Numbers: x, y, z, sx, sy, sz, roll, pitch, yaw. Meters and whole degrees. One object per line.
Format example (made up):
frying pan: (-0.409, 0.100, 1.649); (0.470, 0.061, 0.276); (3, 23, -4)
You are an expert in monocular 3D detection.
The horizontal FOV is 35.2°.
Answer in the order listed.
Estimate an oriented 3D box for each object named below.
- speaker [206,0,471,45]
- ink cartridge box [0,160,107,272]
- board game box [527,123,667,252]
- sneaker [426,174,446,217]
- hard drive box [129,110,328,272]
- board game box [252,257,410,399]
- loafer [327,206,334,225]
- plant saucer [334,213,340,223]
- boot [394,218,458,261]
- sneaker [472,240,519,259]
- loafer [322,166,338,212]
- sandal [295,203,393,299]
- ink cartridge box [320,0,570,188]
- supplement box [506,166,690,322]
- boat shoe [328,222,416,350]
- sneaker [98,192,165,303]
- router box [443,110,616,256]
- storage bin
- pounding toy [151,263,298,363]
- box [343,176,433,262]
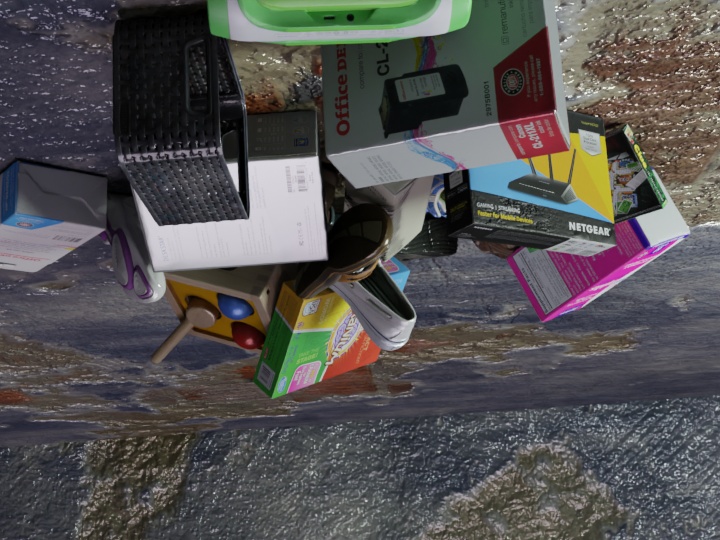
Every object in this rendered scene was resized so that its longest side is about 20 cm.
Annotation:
speaker: (-0.017, -0.221, 0.870); (0.198, 0.089, 0.089); (-2, 164, -4)
ink cartridge box: (-0.401, -0.060, 1.368); (0.114, 0.069, 0.199); (10, 159, -38)
board game box: (0.258, -0.094, 1.356); (0.199, 0.105, 0.023); (-19, -162, 45)
sneaker: (0.086, -0.095, 1.342); (0.075, 0.078, 0.200); (-1, 165, -17)
hard drive box: (-0.138, -0.083, 1.224); (0.198, 0.077, 0.157); (-4, 136, -1)
board game box: (-0.036, 0.069, 1.451); (0.199, 0.040, 0.154); (-16, 134, -45)
loafer: (-0.122, -0.051, 1.469); (0.199, 0.073, 0.063); (-15, 154, 41)
plant saucer: (-0.113, -0.047, 1.573); (0.198, 0.019, 0.070); (-7, 163, 15)
boot: (0.028, -0.039, 1.546); (0.130, 0.069, 0.199); (-14, 161, 42)
sneaker: (0.180, -0.050, 1.531); (0.075, 0.071, 0.200); (-8, 163, 18)
loafer: (-0.112, -0.094, 1.316); (0.198, 0.068, 0.076); (5, 162, -28)
sandal: (-0.012, -0.013, 1.276); (0.054, 0.082, 0.200); (20, 148, -23)
ink cartridge box: (0.069, -0.165, 0.971); (0.198, 0.147, 0.083); (-9, 162, 17)
supplement box: (0.298, -0.031, 1.442); (0.101, 0.104, 0.200); (-15, 162, -44)
boat shoe: (0.000, 0.000, 1.358); (0.073, 0.200, 0.067); (-32, 164, -41)
sneaker: (-0.250, -0.036, 1.344); (0.099, 0.200, 0.075); (-3, 126, -25)
router box: (0.178, -0.102, 1.208); (0.198, 0.151, 0.051); (6, 162, -32)
storage bin: (-0.160, -0.133, 1.046); (0.093, 0.137, 0.200); (-4, 164, 2)
pounding toy: (-0.182, 0.038, 1.462); (0.198, 0.143, 0.185); (13, 150, 20)
box: (0.030, -0.089, 1.283); (0.068, 0.082, 0.200); (-41, 165, -15)
